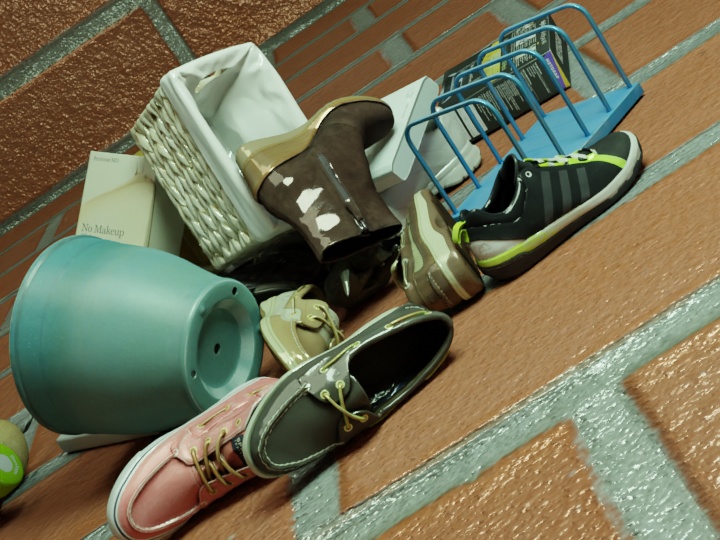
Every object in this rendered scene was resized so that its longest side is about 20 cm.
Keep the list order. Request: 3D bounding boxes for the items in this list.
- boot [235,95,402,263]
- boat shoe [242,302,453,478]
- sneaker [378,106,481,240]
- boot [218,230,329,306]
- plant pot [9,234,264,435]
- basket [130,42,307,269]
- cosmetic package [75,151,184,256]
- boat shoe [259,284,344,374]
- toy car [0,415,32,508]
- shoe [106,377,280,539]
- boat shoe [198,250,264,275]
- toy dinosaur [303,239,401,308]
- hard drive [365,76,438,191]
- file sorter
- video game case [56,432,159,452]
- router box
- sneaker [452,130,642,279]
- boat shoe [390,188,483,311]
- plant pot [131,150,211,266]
[{"bbox_3d":[-0.009,-0.089,1.452,0.199,0.166,0.073,-23,-35,-31],"label":"boot"},{"bbox_3d":[-0.009,0.094,1.172,0.201,0.072,0.060,-39,12,-23],"label":"boat shoe"},{"bbox_3d":[0.046,-0.100,1.592,0.074,0.087,0.200,-10,31,52],"label":"sneaker"},{"bbox_3d":[-0.111,0.009,1.598,0.198,0.070,0.174,-1,26,16],"label":"boot"},{"bbox_3d":[-0.204,0.068,1.418,0.187,0.201,0.200,3,35,30],"label":"plant pot"},{"bbox_3d":[-0.133,-0.116,1.541,0.135,0.201,0.123,-29,-7,-45],"label":"basket"},{"bbox_3d":[-0.260,-0.025,1.625,0.103,0.202,0.073,6,-4,29],"label":"cosmetic package"},{"bbox_3d":[-0.051,0.057,1.361,0.066,0.074,0.200,-31,21,2],"label":"boat shoe"},{"bbox_3d":[-0.431,0.197,1.619,0.164,0.158,0.200,-39,2,24],"label":"toy car"},{"bbox_3d":[-0.121,0.155,1.221,0.200,0.072,0.091,-38,10,-28],"label":"shoe"},{"bbox_3d":[-0.138,0.016,1.678,0.200,0.072,0.066,-25,50,-23],"label":"boat shoe"},{"bbox_3d":[0.000,0.000,1.461,0.102,0.077,0.200,-44,21,23],"label":"toy dinosaur"},{"bbox_3d":[-0.004,-0.127,1.601,0.199,0.026,0.133,-21,40,48],"label":"hard drive"},{"bbox_3d":[0.162,-0.160,1.467,0.138,0.123,0.200,-14,26,50],"label":"file sorter"},{"bbox_3d":[-0.226,0.125,1.608,0.199,0.023,0.182,-16,25,48],"label":"video game case"},{"bbox_3d":[0.175,-0.234,1.777,0.157,0.052,0.200,-29,17,18],"label":"router box"},{"bbox_3d":[0.166,-0.076,1.286,0.200,0.083,0.072,-40,17,-18],"label":"sneaker"},{"bbox_3d":[0.058,-0.016,1.357,0.075,0.075,0.202,-37,16,10],"label":"boat shoe"},{"bbox_3d":[-0.180,-0.090,1.771,0.194,0.196,0.200,-36,8,-5],"label":"plant pot"}]
